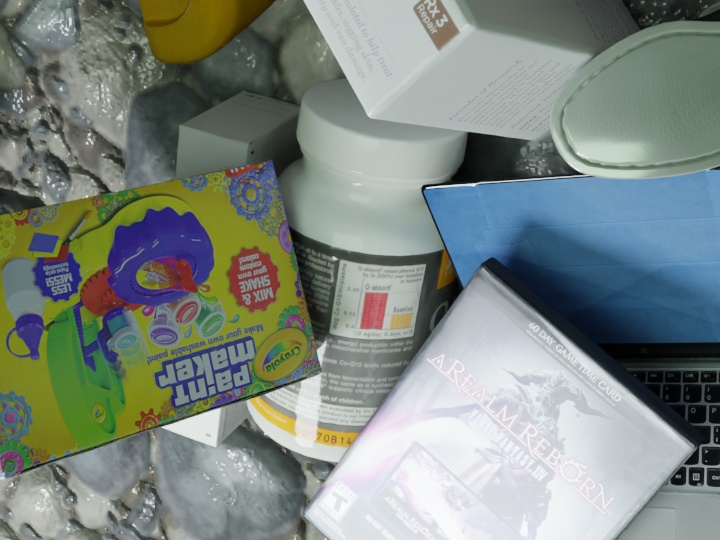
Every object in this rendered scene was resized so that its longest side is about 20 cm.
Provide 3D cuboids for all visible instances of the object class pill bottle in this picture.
[{"bbox_3d":[0.000,0.000,0.898,0.116,0.116,0.201,18,117,16],"label":"pill bottle"}]

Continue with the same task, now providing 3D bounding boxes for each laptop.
[{"bbox_3d":[0.130,0.062,0.803,0.186,0.116,0.201,-2,76,30],"label":"laptop"}]

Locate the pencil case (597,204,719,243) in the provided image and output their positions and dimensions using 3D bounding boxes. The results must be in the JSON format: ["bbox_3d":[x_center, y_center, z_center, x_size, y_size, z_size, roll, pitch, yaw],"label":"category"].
[{"bbox_3d":[0.224,-0.042,0.801,0.199,0.086,0.092,6,157,22],"label":"pencil case"}]

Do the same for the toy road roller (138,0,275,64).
[{"bbox_3d":[-0.064,-0.194,0.849,0.199,0.123,0.147,4,124,28],"label":"toy road roller"}]

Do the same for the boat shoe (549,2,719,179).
[{"bbox_3d":[0.187,-0.095,0.755,0.199,0.060,0.076,-17,91,3],"label":"boat shoe"}]

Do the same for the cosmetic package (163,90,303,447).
[{"bbox_3d":[-0.081,-0.001,0.954,0.050,0.083,0.201,16,116,17],"label":"cosmetic package"}]

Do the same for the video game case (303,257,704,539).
[{"bbox_3d":[0.069,0.112,0.837,0.143,0.019,0.200,41,121,12],"label":"video game case"}]

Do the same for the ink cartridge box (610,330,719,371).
[{"bbox_3d":[0.230,0.094,0.885,0.162,0.057,0.201,1,125,23],"label":"ink cartridge box"}]

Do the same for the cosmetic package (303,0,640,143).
[{"bbox_3d":[0.059,-0.125,0.759,0.074,0.200,0.102,-39,68,30],"label":"cosmetic package"}]

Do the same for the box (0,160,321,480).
[{"bbox_3d":[-0.164,0.030,0.836,0.192,0.199,0.123,-10,94,48],"label":"box"}]
